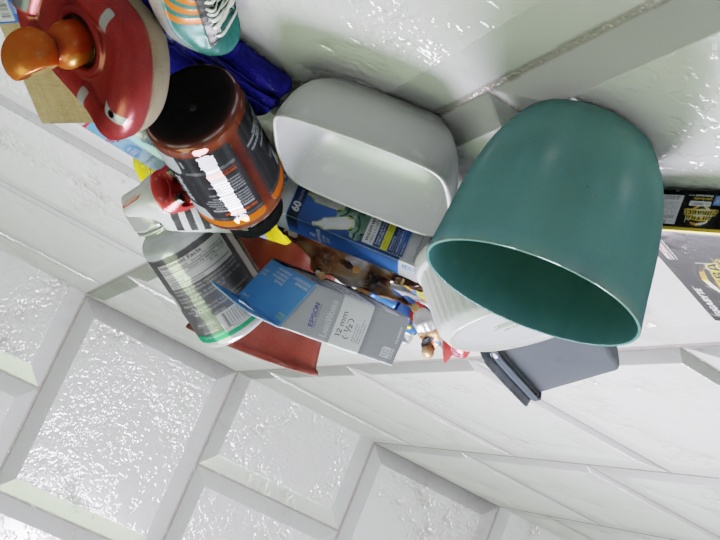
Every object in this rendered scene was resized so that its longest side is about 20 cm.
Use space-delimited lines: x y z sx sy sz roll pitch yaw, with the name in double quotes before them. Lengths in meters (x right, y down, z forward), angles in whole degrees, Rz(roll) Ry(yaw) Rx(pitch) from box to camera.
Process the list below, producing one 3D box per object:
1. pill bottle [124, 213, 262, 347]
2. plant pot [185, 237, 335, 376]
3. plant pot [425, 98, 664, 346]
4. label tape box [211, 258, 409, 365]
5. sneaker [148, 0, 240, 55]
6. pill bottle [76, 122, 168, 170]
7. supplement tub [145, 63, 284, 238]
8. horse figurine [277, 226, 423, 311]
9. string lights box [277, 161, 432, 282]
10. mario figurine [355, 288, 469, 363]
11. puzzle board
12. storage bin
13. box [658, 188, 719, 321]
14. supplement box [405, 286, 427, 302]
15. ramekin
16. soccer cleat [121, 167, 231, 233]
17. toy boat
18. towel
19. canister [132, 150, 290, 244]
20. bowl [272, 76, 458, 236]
"pill bottle" -0.200 -0.015 1.358 0.112 0.113 0.202 0 126 55
"plant pot" -0.120 0.020 1.532 0.198 0.198 0.201 19 177 1
"plant pot" 0.177 -0.050 0.968 0.198 0.163 0.201 22 164 7
"label tape box" -0.060 0.038 1.290 0.198 0.067 0.143 23 -178 -29
"sneaker" -0.141 -0.251 0.955 0.079 0.072 0.200 21 163 26
"pill bottle" -0.263 -0.195 1.250 0.198 0.110 0.108 31 163 -22
"supplement tub" -0.143 -0.114 1.143 0.105 0.108 0.201 17 156 24
"horse figurine" 0.000 0.000 1.327 0.197 0.051 0.132 17 -171 -24
"string lights box" -0.005 -0.075 1.268 0.197 0.104 0.059 22 166 8
"mario figurine" 0.077 0.086 1.659 0.198 0.108 0.123 26 -159 24
"puzzle board" -0.311 -0.246 1.125 0.148 0.017 0.203 4 125 31
"storage bin" 0.233 0.063 1.346 0.132 0.148 0.200 -14 149 21
"box" 0.373 -0.007 1.034 0.158 0.050 0.199 6 156 45
"supplement box" 0.082 -0.010 1.423 0.199 0.070 0.066 32 163 -32
"ramekin" 0.161 0.018 1.176 0.198 0.096 0.203 -9 159 -3
"soccer cleat" -0.190 -0.076 1.263 0.084 0.070 0.199 -19 167 28
"toy boat" -0.270 -0.205 1.003 0.200 0.130 0.131 47 137 12
"towel" -0.183 -0.225 1.144 0.199 0.050 0.147 33 162 -27
"canister" -0.179 -0.115 1.417 0.197 0.088 0.149 17 155 18
"bowl" 0.015 -0.123 1.138 0.197 0.076 0.200 22 164 9
